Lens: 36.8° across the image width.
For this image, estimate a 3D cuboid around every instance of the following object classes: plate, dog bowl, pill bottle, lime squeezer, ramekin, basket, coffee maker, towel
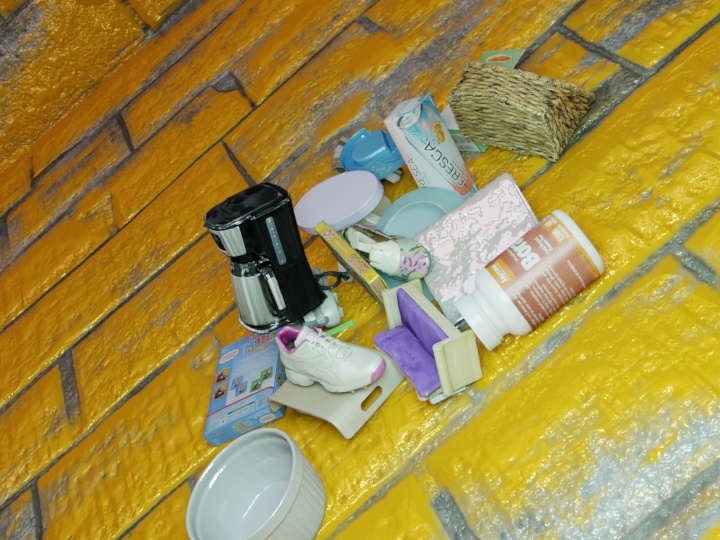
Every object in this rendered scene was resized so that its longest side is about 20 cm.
[{"bbox_3d":[0.094,-0.045,1.745,0.198,0.026,0.203,-12,65,27],"label":"plate"},{"bbox_3d":[0.058,-0.228,1.924,0.199,0.050,0.112,-31,37,11],"label":"dog bowl"},{"bbox_3d":[0.232,0.018,1.511,0.199,0.112,0.112,-39,32,3],"label":"pill bottle"},{"bbox_3d":[-0.084,0.119,1.749,0.199,0.070,0.038,-26,75,55],"label":"lime squeezer"},{"bbox_3d":[-0.142,0.337,1.548,0.199,0.105,0.201,-27,35,21],"label":"ramekin"},{"bbox_3d":[0.261,-0.293,1.778,0.199,0.143,0.150,20,66,36],"label":"basket"},{"bbox_3d":[-0.137,-0.033,1.717,0.134,0.202,0.192,9,35,38],"label":"coffee maker"},{"bbox_3d":[0.182,-0.029,1.644,0.199,0.032,0.192,-34,52,12],"label":"towel"}]

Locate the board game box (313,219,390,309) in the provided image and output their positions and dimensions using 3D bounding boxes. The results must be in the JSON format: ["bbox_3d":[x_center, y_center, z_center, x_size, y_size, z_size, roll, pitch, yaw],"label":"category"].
[{"bbox_3d":[0.000,0.000,1.733,0.030,0.096,0.200,-42,45,-6],"label":"board game box"}]

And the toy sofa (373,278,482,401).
[{"bbox_3d":[0.088,0.098,1.575,0.097,0.084,0.200,-20,29,-13],"label":"toy sofa"}]

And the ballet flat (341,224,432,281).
[{"bbox_3d":[0.031,-0.031,1.702,0.199,0.071,0.070,28,106,54],"label":"ballet flat"}]

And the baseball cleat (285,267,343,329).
[{"bbox_3d":[-0.092,0.048,1.821,0.105,0.071,0.200,-14,16,-10],"label":"baseball cleat"}]

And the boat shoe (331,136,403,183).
[{"bbox_3d":[0.011,-0.192,2.045,0.200,0.074,0.069,34,97,55],"label":"boat shoe"}]

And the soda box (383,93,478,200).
[{"bbox_3d":[0.120,-0.185,1.785,0.068,0.201,0.064,-9,32,41],"label":"soda box"}]

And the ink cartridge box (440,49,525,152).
[{"bbox_3d":[0.224,-0.306,1.949,0.103,0.059,0.201,9,58,51],"label":"ink cartridge box"}]

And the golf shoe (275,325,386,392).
[{"bbox_3d":[-0.052,0.129,1.616,0.198,0.092,0.075,-1,38,40],"label":"golf shoe"}]

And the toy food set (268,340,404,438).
[{"bbox_3d":[-0.038,0.184,1.672,0.143,0.061,0.199,-45,32,-26],"label":"toy food set"}]

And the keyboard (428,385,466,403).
[{"bbox_3d":[0.090,0.136,1.608,0.056,0.011,0.200,-17,30,-14],"label":"keyboard"}]

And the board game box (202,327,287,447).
[{"bbox_3d":[-0.187,0.187,1.835,0.150,0.037,0.201,-27,36,25],"label":"board game box"}]

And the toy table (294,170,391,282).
[{"bbox_3d":[-0.015,-0.086,1.895,0.199,0.117,0.185,8,57,51],"label":"toy table"}]
